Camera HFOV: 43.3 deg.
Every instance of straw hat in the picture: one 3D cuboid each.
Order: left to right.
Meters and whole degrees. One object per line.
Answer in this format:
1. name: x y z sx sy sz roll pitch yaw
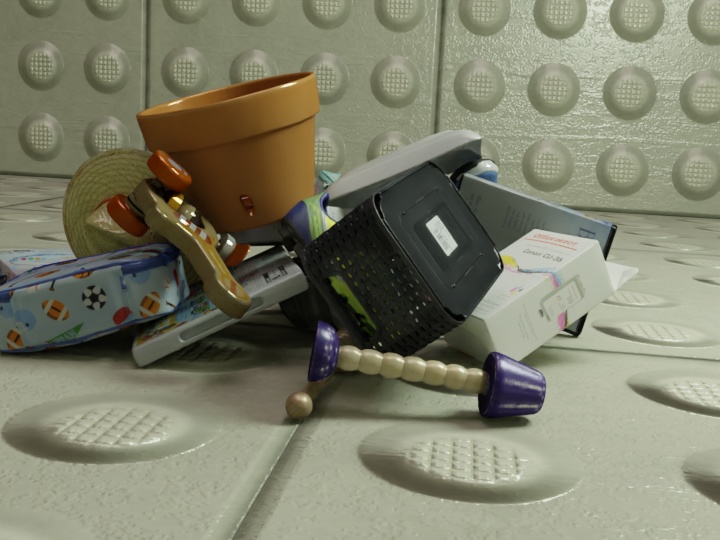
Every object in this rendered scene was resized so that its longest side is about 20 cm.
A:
1. straw hat: -0.271 -0.035 1.048 0.199 0.203 0.085 5 22 10

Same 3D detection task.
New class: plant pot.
1. plant pot: -0.133 -0.128 1.004 0.198 0.141 0.200 -11 17 3

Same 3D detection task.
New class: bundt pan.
1. bundt pan: -0.009 0.019 1.069 0.200 0.077 0.202 -10 11 2

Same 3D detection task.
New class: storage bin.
1. storage bin: 0.047 -0.011 0.864 0.093 0.136 0.200 -34 2 26

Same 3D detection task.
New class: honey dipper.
1. honey dipper: -0.031 0.091 0.822 0.038 0.038 0.200 5 11 12

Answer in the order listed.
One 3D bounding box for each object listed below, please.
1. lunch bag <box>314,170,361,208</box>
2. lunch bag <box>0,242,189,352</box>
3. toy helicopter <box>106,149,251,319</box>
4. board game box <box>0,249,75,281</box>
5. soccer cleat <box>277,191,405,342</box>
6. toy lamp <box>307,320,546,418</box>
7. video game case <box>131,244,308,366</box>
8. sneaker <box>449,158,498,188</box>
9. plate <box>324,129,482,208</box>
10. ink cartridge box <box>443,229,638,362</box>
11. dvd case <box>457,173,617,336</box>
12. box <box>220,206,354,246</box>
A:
1. lunch bag: 0.019 -0.075 1.315 0.199 0.078 0.161 21 18 -28
2. lunch bag: -0.283 0.022 0.946 0.198 0.076 0.160 -10 11 2
3. toy helicopter: -0.155 -0.019 0.889 0.132 0.079 0.200 36 12 -50
4. board game box: -0.374 0.006 1.213 0.198 0.044 0.198 -2 10 -30
5. soccer cleat: 0.000 -0.001 0.930 0.084 0.200 0.065 -39 -16 -12
6. toy lamp: 0.056 0.086 0.763 0.198 0.059 0.058 11 9 -3
7. video game case: -0.152 0.031 0.967 0.181 0.023 0.200 -25 14 -6
8. sneaker: 0.141 -0.062 1.195 0.075 0.201 0.077 -8 51 -22
9. plate: 0.051 -0.121 1.104 0.198 0.033 0.200 -22 -2 7
10. ink cartridge box: 0.188 0.017 0.985 0.199 0.068 0.116 -32 21 -18
11. dvd case: 0.196 -0.020 1.111 0.198 0.144 0.018 22 20 20
12. box: -0.061 -0.051 1.110 0.143 0.037 0.200 -5 -2 23
